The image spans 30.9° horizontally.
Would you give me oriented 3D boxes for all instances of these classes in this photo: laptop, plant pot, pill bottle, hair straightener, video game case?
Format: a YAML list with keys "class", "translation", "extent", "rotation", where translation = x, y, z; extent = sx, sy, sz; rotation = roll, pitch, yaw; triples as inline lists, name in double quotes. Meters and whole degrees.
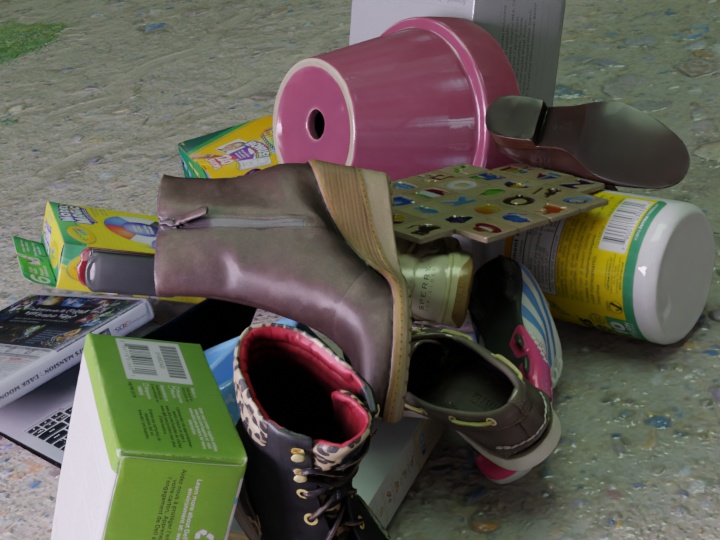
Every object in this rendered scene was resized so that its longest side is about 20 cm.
- class: "laptop"
  translation: [-0.190, 0.060, 1.045]
  extent: [0.199, 0.117, 0.186]
  rotation: [16, 35, 41]
- class: "plant pot"
  translation: [0.024, -0.135, 1.218]
  extent: [0.177, 0.203, 0.199]
  rotation: [-9, 20, -38]
- class: "pill bottle"
  translation: [0.177, -0.014, 1.067]
  extent: [0.198, 0.114, 0.112]
  rotation: [13, 34, 38]
- class: "hair straightener"
  translation: [-0.142, 0.015, 1.128]
  extent: [0.198, 0.041, 0.077]
  rotation: [12, 3, -22]
- class: "video game case"
  translation: [-0.305, 0.069, 1.135]
  extent: [0.199, 0.024, 0.181]
  rotation: [1, 26, 46]

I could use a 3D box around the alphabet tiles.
- class: "alphabet tiles"
  translation: [0.088, -0.055, 1.015]
  extent: [0.198, 0.006, 0.166]
  rotation: [-17, 24, -36]

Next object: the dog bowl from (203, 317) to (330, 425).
- class: "dog bowl"
  translation: [-0.096, 0.089, 0.932]
  extent: [0.199, 0.050, 0.111]
  rotation: [-22, 17, 45]

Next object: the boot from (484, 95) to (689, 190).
- class: "boot"
  translation: [0.214, -0.081, 1.142]
  extent: [0.185, 0.200, 0.065]
  rotation: [23, 80, 28]

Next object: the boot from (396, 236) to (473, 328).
- class: "boot"
  translation: [0.000, 0.000, 1.015]
  extent: [0.153, 0.074, 0.200]
  rotation: [9, 4, -4]

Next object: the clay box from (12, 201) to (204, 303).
- class: "clay box"
  translation: [-0.215, -0.017, 1.201]
  extent: [0.198, 0.048, 0.115]
  rotation: [8, 18, -25]

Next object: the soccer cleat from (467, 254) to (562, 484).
- class: "soccer cleat"
  translation: [0.122, 0.077, 0.960]
  extent: [0.069, 0.086, 0.202]
  rotation: [-28, 39, 30]

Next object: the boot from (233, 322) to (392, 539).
- class: "boot"
  translation: [-0.014, 0.135, 0.741]
  extent: [0.073, 0.152, 0.200]
  rotation: [-24, 55, -25]

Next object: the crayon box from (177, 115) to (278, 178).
- class: "crayon box"
  translation: [-0.111, -0.101, 1.404]
  extent: [0.117, 0.059, 0.200]
  rotation: [-19, 27, -17]

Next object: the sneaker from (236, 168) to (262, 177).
- class: "sneaker"
  translation: [-0.109, -0.054, 1.159]
  extent: [0.074, 0.089, 0.199]
  rotation: [9, 12, -38]

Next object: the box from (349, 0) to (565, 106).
- class: "box"
  translation: [0.093, -0.211, 1.365]
  extent: [0.129, 0.203, 0.198]
  rotation: [-7, 20, -38]

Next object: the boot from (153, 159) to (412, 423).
- class: "boot"
  translation: [-0.053, 0.015, 0.863]
  extent: [0.164, 0.073, 0.202]
  rotation: [-3, 56, -6]

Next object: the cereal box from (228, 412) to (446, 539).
- class: "cereal box"
  translation: [-0.033, 0.137, 0.923]
  extent: [0.142, 0.040, 0.200]
  rotation: [3, 29, 25]

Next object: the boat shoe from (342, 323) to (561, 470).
- class: "boat shoe"
  translation: [0.051, 0.071, 0.898]
  extent: [0.072, 0.060, 0.199]
  rotation: [-48, 41, -14]

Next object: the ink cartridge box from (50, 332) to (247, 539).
- class: "ink cartridge box"
  translation: [-0.138, 0.161, 0.778]
  extent: [0.075, 0.202, 0.148]
  rotation: [7, 20, -21]
